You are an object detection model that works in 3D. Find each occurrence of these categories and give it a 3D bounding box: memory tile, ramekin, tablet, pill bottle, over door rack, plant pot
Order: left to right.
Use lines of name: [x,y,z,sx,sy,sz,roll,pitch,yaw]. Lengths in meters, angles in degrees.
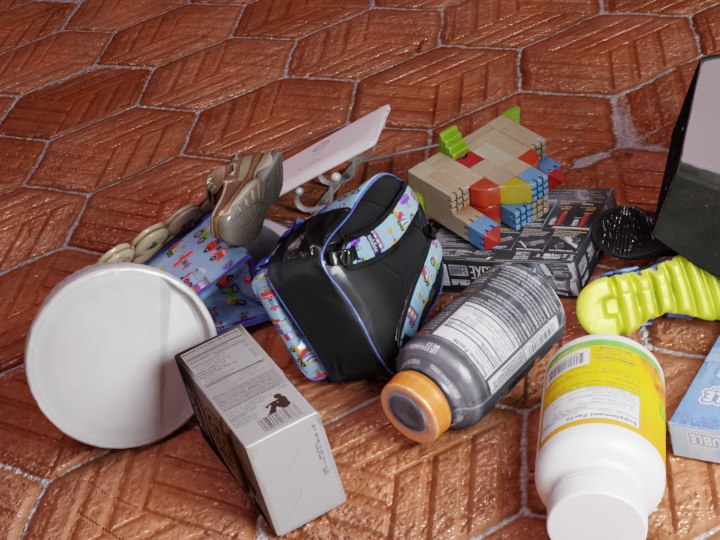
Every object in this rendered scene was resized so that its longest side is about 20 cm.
ramekin: [-0.258,0.082,1.486,0.202,0.203,0.094,-23,19,-12]
memory tile: [-0.244,-0.029,1.725,0.200,0.153,0.017,-34,79,-24]
tablet: [-0.053,-0.151,1.845,0.200,0.014,0.130,-26,20,23]
over door rack: [0.028,-0.133,1.814,0.200,0.067,0.148,4,37,30]
pill bottle: [0.107,0.085,1.385,0.106,0.106,0.200,15,43,41]
pill bottle: [0.210,0.156,1.219,0.111,0.111,0.200,-6,32,16]
plant pot: [0.387,-0.097,1.340,0.177,0.200,0.200,14,64,8]

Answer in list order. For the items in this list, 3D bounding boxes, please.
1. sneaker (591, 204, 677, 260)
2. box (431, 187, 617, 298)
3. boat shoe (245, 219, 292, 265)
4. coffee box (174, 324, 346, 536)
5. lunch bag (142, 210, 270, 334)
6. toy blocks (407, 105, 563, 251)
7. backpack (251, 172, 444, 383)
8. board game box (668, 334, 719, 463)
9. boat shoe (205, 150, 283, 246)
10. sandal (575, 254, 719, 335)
sneaker: [0.354,-0.032,1.492,0.104,0.060,0.200,16,-11,-41]
box: [0.178,-0.037,1.604,0.200,0.050,0.158,2,35,27]
boat shoe: [-0.056,-0.023,1.665,0.200,0.070,0.066,18,33,32]
coffee box: [-0.101,0.152,1.368,0.080,0.113,0.200,-25,31,-16]
lunch bag: [-0.220,0.033,1.646,0.200,0.094,0.151,-27,31,-8]
toy blocks: [0.156,-0.100,1.595,0.200,0.100,0.137,-32,46,-26]
backpack: [0.000,0.000,1.499,0.134,0.183,0.200,-14,29,36]
board game box: [0.411,0.108,1.269,0.200,0.043,0.199,7,38,33]
boat shoe: [-0.147,-0.086,1.640,0.072,0.076,0.200,8,24,9]
sandal: [0.312,0.019,1.432,0.199,0.080,0.087,-8,2,-2]
